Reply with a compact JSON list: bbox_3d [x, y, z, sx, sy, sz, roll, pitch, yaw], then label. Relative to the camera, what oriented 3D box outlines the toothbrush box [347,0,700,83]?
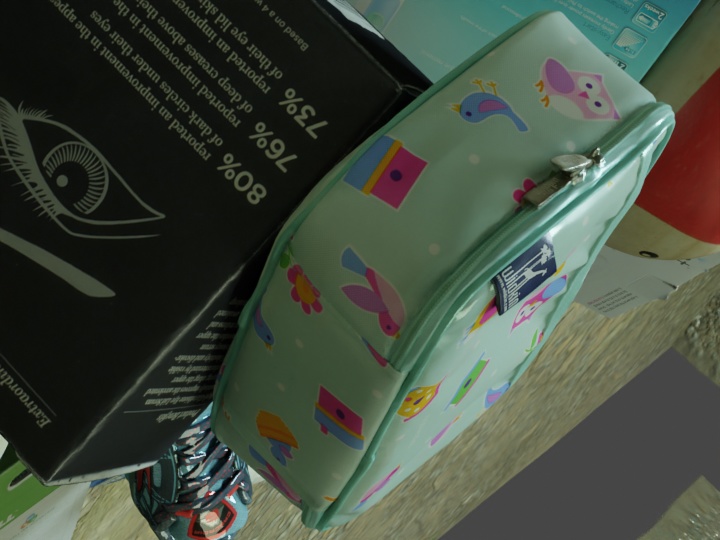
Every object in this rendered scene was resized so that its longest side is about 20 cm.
[{"bbox_3d":[0.052,-0.119,0.799,0.200,0.146,0.085,-57,-170,34],"label":"toothbrush box"}]

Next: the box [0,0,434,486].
[{"bbox_3d":[-0.084,-0.039,0.681,0.200,0.148,0.104,-46,167,11],"label":"box"}]

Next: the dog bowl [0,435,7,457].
[{"bbox_3d":[-0.241,0.086,0.729,0.200,0.079,0.200,-42,166,-13],"label":"dog bowl"}]

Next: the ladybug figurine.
[{"bbox_3d":[0.177,-0.079,0.812,0.136,0.072,0.200,-19,147,-53],"label":"ladybug figurine"}]

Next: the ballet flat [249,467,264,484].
[{"bbox_3d":[-0.061,0.085,1.096,0.069,0.069,0.200,-52,-166,27],"label":"ballet flat"}]

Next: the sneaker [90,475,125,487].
[{"bbox_3d":[-0.128,0.069,1.018,0.085,0.077,0.200,-26,156,-43],"label":"sneaker"}]

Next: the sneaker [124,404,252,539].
[{"bbox_3d":[-0.077,0.091,0.898,0.079,0.096,0.200,-15,156,-13],"label":"sneaker"}]

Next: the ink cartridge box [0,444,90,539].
[{"bbox_3d":[-0.202,0.120,0.979,0.104,0.059,0.200,-35,163,-37],"label":"ink cartridge box"}]

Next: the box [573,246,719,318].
[{"bbox_3d":[0.114,-0.063,0.993,0.097,0.176,0.200,-66,-175,-16],"label":"box"}]

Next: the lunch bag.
[{"bbox_3d":[0.033,0.002,0.663,0.160,0.077,0.200,-35,164,-33],"label":"lunch bag"}]
